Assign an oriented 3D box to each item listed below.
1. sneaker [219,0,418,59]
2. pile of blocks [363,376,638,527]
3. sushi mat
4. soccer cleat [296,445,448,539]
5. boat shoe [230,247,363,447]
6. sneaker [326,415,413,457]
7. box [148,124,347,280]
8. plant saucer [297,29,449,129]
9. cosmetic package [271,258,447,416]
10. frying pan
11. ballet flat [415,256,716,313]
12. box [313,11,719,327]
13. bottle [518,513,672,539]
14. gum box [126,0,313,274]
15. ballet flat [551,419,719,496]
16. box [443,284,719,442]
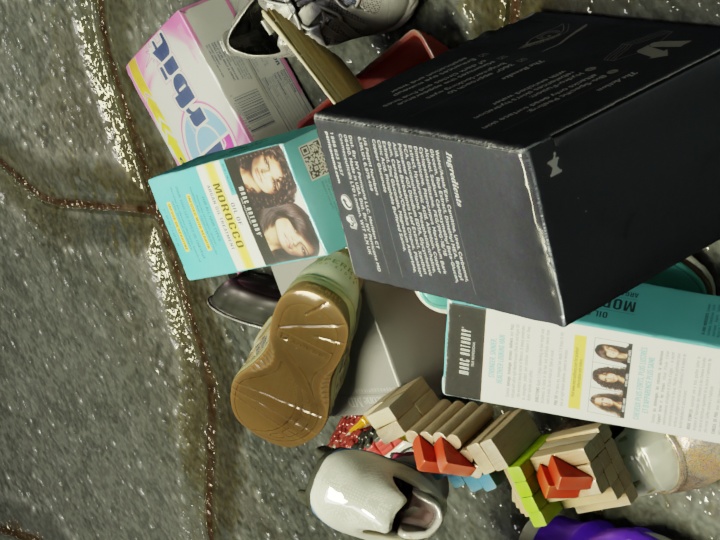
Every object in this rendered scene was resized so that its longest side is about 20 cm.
[{"bbox_3d":[-0.028,-0.184,1.719,0.200,0.082,0.075,-28,88,58],"label":"sneaker"},{"bbox_3d":[0.082,0.133,1.636,0.200,0.062,0.082,13,123,31],"label":"pile of blocks"},{"bbox_3d":[0.004,-0.102,1.642,0.096,0.012,0.200,34,-165,-49],"label":"sushi mat"},{"bbox_3d":[0.030,0.167,1.707,0.086,0.200,0.070,24,93,25],"label":"soccer cleat"},{"bbox_3d":[-0.037,0.056,1.712,0.073,0.063,0.200,30,143,0],"label":"boat shoe"},{"bbox_3d":[0.023,0.143,1.880,0.082,0.078,0.200,31,166,-10],"label":"sneaker"},{"bbox_3d":[-0.069,-0.046,1.678,0.200,0.049,0.082,-10,104,59],"label":"box"},{"bbox_3d":[0.054,-0.055,1.737,0.200,0.037,0.200,61,148,3],"label":"plant saucer"},{"bbox_3d":[0.000,0.000,1.741,0.107,0.090,0.200,-9,102,53],"label":"cosmetic package"},{"bbox_3d":[-0.059,0.020,1.938,0.115,0.190,0.031,12,103,2],"label":"frying pan"},{"bbox_3d":[0.135,-0.001,1.603,0.200,0.069,0.069,2,120,13],"label":"ballet flat"},{"bbox_3d":[0.115,-0.068,1.487,0.200,0.197,0.118,13,123,51],"label":"box"},{"bbox_3d":[0.193,0.222,1.695,0.200,0.065,0.084,22,96,46],"label":"bottle"},{"bbox_3d":[-0.096,-0.112,1.881,0.200,0.066,0.113,61,147,4],"label":"gum box"},{"bbox_3d":[0.180,0.130,1.657,0.200,0.067,0.068,-23,93,58],"label":"ballet flat"},{"bbox_3d":[0.155,0.050,1.541,0.200,0.049,0.082,10,131,10],"label":"box"}]
